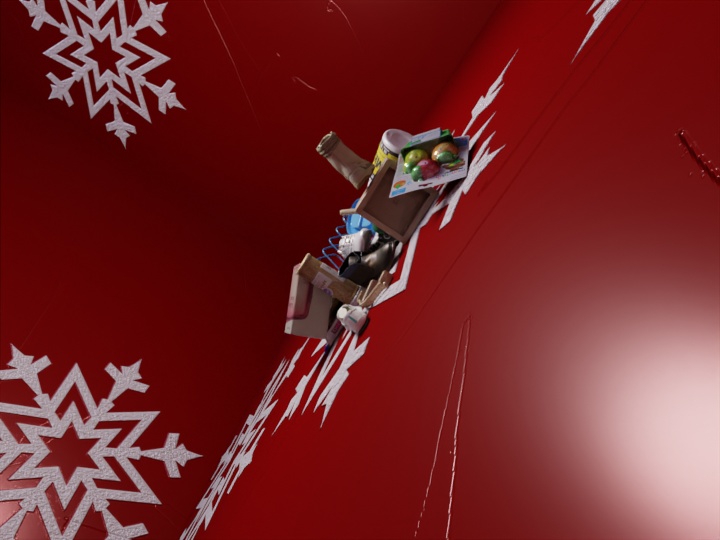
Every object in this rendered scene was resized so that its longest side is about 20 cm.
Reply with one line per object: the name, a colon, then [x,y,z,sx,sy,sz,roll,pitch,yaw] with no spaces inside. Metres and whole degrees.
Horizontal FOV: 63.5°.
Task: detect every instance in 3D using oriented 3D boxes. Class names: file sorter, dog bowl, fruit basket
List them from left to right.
file sorter: [-0.034,-0.071,1.900,0.138,0.123,0.201,-19,-31,-55]
dog bowl: [0.023,-0.156,1.721,0.199,0.049,0.113,2,78,63]
fruit basket: [0.159,-0.250,1.346,0.183,0.095,0.201,-12,30,23]

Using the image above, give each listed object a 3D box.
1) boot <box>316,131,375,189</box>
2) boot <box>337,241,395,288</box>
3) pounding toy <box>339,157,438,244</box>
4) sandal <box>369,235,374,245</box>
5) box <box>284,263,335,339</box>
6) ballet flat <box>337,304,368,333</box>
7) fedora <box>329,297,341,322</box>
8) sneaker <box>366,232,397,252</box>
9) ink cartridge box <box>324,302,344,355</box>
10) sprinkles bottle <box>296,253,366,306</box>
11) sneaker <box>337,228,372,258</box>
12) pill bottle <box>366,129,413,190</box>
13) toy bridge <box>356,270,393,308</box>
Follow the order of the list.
boot: [-0.039,-0.293,1.519,0.072,0.154,0.200,-46,10,14]
boot: [0.015,-0.018,1.515,0.200,0.096,0.076,127,151,-50]
pounding toy: [0.068,-0.175,1.521,0.201,0.183,0.142,-57,6,11]
sandal: [0.044,-0.087,1.753,0.075,0.045,0.200,-33,-1,-41]
box: [-0.148,0.090,1.680,0.128,0.107,0.203,163,116,-75]
ballet flat: [-0.026,0.112,1.432,0.070,0.069,0.200,-58,6,-4]
fedora: [-0.080,0.068,1.809,0.202,0.081,0.201,-58,-9,-14]
sneaker: [0.070,-0.097,1.633,0.201,0.078,0.090,-58,3,5]
ink cartridge box: [-0.064,0.148,1.709,0.202,0.037,0.095,-60,6,6]
sprinkles bottle: [-0.078,0.032,1.597,0.069,0.199,0.068,-56,6,9]
sneaker: [-0.020,-0.067,1.607,0.200,0.079,0.071,123,172,-68]
pill bottle: [0.090,-0.302,1.718,0.115,0.113,0.201,-65,-2,-49]
toy bridge: [0.027,0.058,1.449,0.068,0.027,0.200,-64,8,-22]
